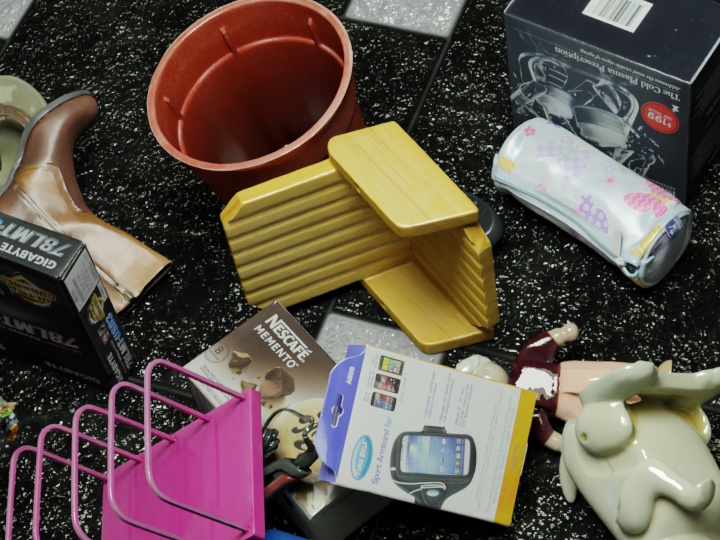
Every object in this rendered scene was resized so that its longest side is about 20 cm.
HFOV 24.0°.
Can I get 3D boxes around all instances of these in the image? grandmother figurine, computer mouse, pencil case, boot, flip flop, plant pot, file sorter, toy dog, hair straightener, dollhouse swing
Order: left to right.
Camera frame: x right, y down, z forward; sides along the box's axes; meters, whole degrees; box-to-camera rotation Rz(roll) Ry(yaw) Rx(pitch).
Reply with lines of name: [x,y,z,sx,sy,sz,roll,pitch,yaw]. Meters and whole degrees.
flip flop: [-0.363,-0.131,1.764,0.080,0.058,0.201,-12,55,0]
boot: [-0.268,-0.062,1.673,0.199,0.069,0.188,35,68,15]
file sorter: [-0.193,0.181,1.422,0.199,0.125,0.140,-32,47,33]
hair straightener: [-0.108,0.176,1.448,0.200,0.041,0.077,-42,65,32]
plant pot: [-0.075,-0.124,1.619,0.199,0.196,0.202,-9,56,14]
dollhouse swing: [0.000,0.000,1.529,0.175,0.201,0.182,-32,57,-15]
computer mouse: [0.060,-0.068,1.677,0.199,0.034,0.059,31,80,32]
grandmother figurine: [0.177,0.104,1.516,0.198,0.061,0.122,2,60,9]
pencil case: [0.219,-0.065,1.612,0.091,0.083,0.200,-41,59,-19]
toy dog: [0.237,0.196,1.387,0.193,0.139,0.201,-31,61,36]

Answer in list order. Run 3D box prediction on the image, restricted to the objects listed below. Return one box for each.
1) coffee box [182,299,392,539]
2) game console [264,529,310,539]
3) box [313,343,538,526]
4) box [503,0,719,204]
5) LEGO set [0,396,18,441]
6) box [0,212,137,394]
coffee box: [-0.055,0.138,1.516,0.113,0.080,0.200,-35,58,-15]
game console: [-0.053,0.329,1.373,0.170,0.118,0.200,39,65,-5]
box: [0.049,0.137,1.433,0.199,0.041,0.120,17,81,-24]
box: [0.251,-0.187,1.632,0.199,0.183,0.104,25,63,24]
LEGO set: [-0.357,0.195,1.482,0.116,0.200,0.154,49,47,-2]
box: [-0.321,0.019,1.568,0.199,0.199,0.050,19,58,20]
